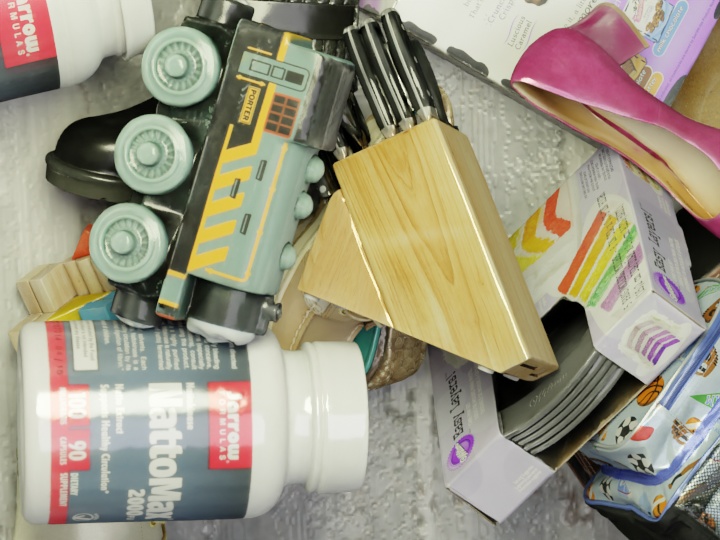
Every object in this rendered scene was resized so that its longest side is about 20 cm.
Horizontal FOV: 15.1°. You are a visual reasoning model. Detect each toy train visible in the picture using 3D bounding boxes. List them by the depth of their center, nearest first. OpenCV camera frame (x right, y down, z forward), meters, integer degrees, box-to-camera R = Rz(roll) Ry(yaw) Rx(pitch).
[{"bbox_3d":[-0.079,-0.056,1.546,0.114,0.085,0.200,17,93,13],"label":"toy train"}]

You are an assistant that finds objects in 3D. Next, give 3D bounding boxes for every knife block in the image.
[{"bbox_3d":[0.045,-0.048,1.571,0.200,0.064,0.176,22,92,22],"label":"knife block"}]

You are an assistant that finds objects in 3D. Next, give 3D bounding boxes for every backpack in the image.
[{"bbox_3d":[0.228,0.087,1.637,0.190,0.200,0.154,-44,104,-9],"label":"backpack"}]

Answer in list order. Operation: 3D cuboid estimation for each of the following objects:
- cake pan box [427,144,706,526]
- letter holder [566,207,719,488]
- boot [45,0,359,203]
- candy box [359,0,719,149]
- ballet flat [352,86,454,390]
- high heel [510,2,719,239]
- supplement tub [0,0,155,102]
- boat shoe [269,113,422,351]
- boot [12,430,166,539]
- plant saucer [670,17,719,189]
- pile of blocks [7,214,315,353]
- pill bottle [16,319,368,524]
[{"bbox_3d":[0.120,0.036,1.650,0.052,0.200,0.184,34,115,-21],"label":"cake pan box"},{"bbox_3d":[0.212,0.065,1.769,0.200,0.101,0.142,-38,113,-7],"label":"letter holder"},{"bbox_3d":[-0.094,-0.131,1.632,0.211,0.079,0.158,-11,110,-25],"label":"boot"},{"bbox_3d":[0.124,-0.188,1.698,0.200,0.072,0.168,28,92,-22],"label":"candy box"},{"bbox_3d":[0.030,-0.021,1.717,0.065,0.070,0.200,6,104,-47],"label":"ballet flat"},{"bbox_3d":[0.176,-0.067,1.633,0.096,0.067,0.200,-38,94,-36],"label":"high heel"},{"bbox_3d":[-0.228,-0.162,1.540,0.200,0.140,0.140,-14,106,-9],"label":"supplement tub"},{"bbox_3d":[0.000,0.000,1.650,0.074,0.069,0.200,6,112,-58],"label":"boat shoe"},{"bbox_3d":[-0.127,0.171,1.695,0.200,0.072,0.155,6,97,-19],"label":"boot"},{"bbox_3d":[0.293,-0.095,1.736,0.200,0.200,0.035,-17,144,-14],"label":"plant saucer"},{"bbox_3d":[-0.125,-0.010,1.647,0.200,0.082,0.062,-27,109,-11],"label":"pile of blocks"},{"bbox_3d":[-0.100,0.087,1.593,0.200,0.120,0.120,-1,102,-9],"label":"pill bottle"}]
